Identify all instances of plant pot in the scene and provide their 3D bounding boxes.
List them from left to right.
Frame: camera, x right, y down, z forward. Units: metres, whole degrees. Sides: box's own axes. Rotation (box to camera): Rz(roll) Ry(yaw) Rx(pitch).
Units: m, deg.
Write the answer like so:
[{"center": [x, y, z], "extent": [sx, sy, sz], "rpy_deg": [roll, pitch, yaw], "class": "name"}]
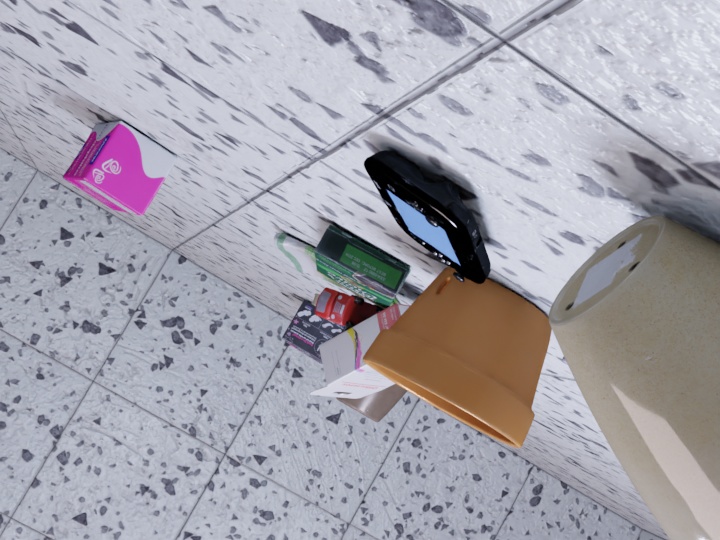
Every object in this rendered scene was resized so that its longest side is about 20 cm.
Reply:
[{"center": [0.034, 0.239, 2.325], "extent": [0.200, 0.175, 0.200], "rpy_deg": [29, 174, 4], "class": "plant pot"}, {"center": [0.122, 0.089, 1.153], "extent": [0.200, 0.140, 0.200], "rpy_deg": [30, 173, 4], "class": "plant pot"}, {"center": [0.216, 0.069, 0.633], "extent": [0.200, 0.187, 0.187], "rpy_deg": [44, 171, -6], "class": "plant pot"}]

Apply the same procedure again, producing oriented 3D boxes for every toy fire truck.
[{"center": [-0.024, 0.060, 1.577], "extent": [0.141, 0.049, 0.200], "rpy_deg": [19, 177, 34], "class": "toy fire truck"}]

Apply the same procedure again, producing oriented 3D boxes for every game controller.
[{"center": [0.061, -0.043, 0.904], "extent": [0.104, 0.042, 0.200], "rpy_deg": [27, 171, 19], "class": "game controller"}]

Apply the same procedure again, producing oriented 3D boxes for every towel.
[{"center": [-0.036, 0.009, 1.642], "extent": [0.200, 0.031, 0.149], "rpy_deg": [27, 173, 20], "class": "towel"}]

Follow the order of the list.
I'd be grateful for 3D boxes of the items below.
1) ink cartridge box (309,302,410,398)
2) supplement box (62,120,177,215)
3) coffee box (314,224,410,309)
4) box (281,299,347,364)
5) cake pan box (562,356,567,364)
[{"center": [0.024, 0.121, 1.495], "extent": [0.200, 0.068, 0.116], "rpy_deg": [-31, 151, 35], "class": "ink cartridge box"}, {"center": [-0.360, -0.152, 1.542], "extent": [0.103, 0.101, 0.200], "rpy_deg": [34, 171, -25], "class": "supplement box"}, {"center": [0.000, 0.000, 1.391], "extent": [0.123, 0.044, 0.200], "rpy_deg": [29, 173, 1], "class": "coffee box"}, {"center": [-0.102, 0.163, 2.560], "extent": [0.132, 0.115, 0.200], "rpy_deg": [28, 172, 10], "class": "box"}, {"center": [0.312, 0.119, 0.985], "extent": [0.200, 0.052, 0.184], "rpy_deg": [32, 170, -14], "class": "cake pan box"}]
